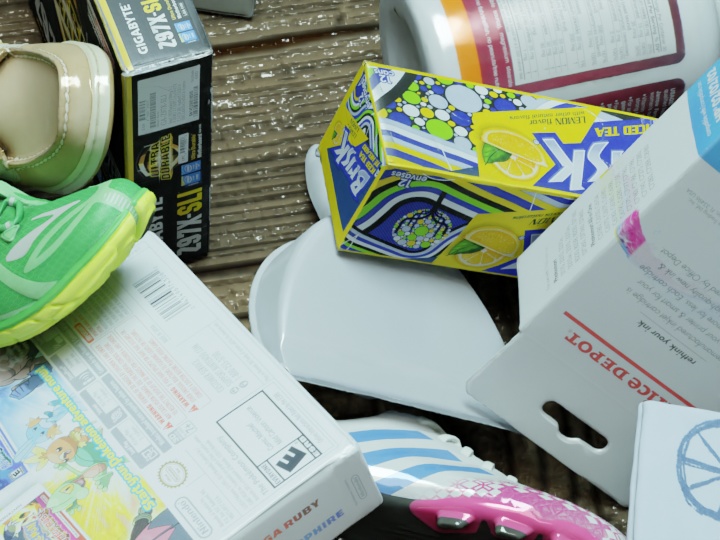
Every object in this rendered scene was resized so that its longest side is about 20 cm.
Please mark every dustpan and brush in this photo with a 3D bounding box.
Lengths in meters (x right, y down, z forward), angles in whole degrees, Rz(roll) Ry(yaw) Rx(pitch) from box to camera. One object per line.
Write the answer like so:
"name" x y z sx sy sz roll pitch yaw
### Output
"dustpan and brush" 0.000 0.000 1.107 0.139 0.057 0.201 15 47 -27

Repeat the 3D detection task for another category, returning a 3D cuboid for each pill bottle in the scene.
"pill bottle" 0.118 -0.121 1.170 0.199 0.110 0.110 -12 56 -12

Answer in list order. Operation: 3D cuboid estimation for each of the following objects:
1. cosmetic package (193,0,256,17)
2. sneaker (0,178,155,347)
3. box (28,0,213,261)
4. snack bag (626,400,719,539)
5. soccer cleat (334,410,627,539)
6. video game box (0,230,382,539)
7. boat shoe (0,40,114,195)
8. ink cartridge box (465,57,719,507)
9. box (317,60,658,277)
"cosmetic package" -0.074 -0.251 1.255 0.071 0.105 0.201 9 56 3
"sneaker" -0.181 -0.011 1.036 0.199 0.084 0.074 -13 28 35
"box" -0.125 -0.124 1.127 0.049 0.160 0.201 -16 58 -13
"snack bag" 0.210 0.144 0.958 0.199 0.021 0.189 6 53 3
"soccer cleat" 0.041 0.103 1.033 0.199 0.070 0.087 16 40 2
"video game box" -0.116 0.090 0.990 0.182 0.047 0.200 -33 42 -13
"boat shoe" -0.181 -0.075 1.080 0.069 0.200 0.074 4 88 -30
"ink cartridge box" 0.152 0.004 1.039 0.115 0.200 0.068 36 26 -18
"box" 0.085 -0.040 1.097 0.199 0.064 0.070 8 48 -23
